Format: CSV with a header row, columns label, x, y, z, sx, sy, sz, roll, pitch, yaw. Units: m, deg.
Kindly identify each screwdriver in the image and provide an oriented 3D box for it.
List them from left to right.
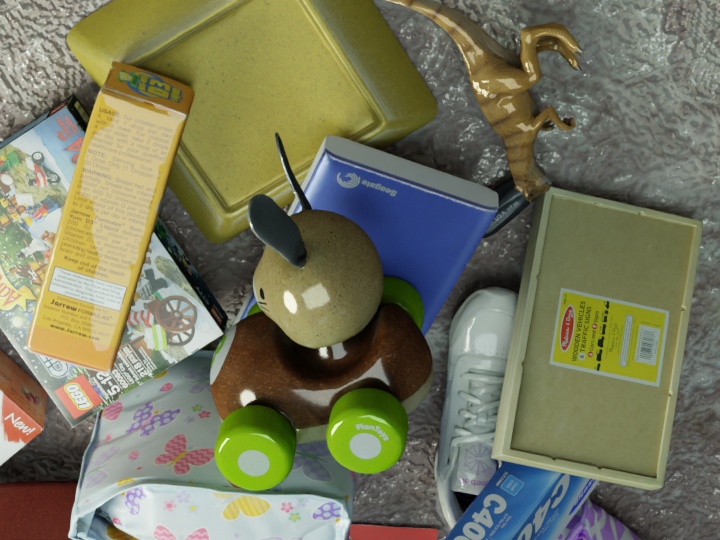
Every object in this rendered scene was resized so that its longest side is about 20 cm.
label,x,y,z,sx,sy,sz,roll,pitch,yaw
screwdriver,0.055,-0.007,1.661,0.200,0.028,0.029,-41,142,23

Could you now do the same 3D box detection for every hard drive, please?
label,x,y,z,sx,sy,sz,roll,pitch,yaw
hard drive,0.000,0.000,1.624,0.131,0.025,0.201,18,131,-12

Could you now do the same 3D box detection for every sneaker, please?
label,x,y,z,sx,sy,sz,roll,pitch,yaw
sneaker,0.098,0.111,1.677,0.074,0.100,0.201,5,116,0

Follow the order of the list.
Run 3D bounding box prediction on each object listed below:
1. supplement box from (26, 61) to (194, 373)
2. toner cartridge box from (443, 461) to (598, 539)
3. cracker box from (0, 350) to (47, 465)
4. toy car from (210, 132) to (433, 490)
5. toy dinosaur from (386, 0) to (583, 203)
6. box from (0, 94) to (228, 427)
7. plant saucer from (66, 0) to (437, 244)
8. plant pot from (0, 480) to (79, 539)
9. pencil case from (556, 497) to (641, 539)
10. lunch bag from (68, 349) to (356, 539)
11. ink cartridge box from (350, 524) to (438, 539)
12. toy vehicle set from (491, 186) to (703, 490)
label,x,y,z,sx,sy,sz,roll,pitch,yaw
supplement box,-0.172,-0.036,1.539,0.068,0.067,0.201,15,112,-5
toner cartridge box,0.122,0.176,1.657,0.043,0.200,0.095,29,152,21
cracker box,-0.350,0.121,1.674,0.200,0.058,0.134,-40,114,15
toy car,-0.044,0.016,1.525,0.157,0.165,0.201,-9,122,13
toy dinosaur,0.097,-0.138,1.563,0.106,0.060,0.201,-33,108,-2
box,-0.206,-0.005,1.611,0.136,0.038,0.201,-32,104,11
plant saucer,-0.074,-0.129,1.572,0.199,0.049,0.200,-29,115,12
plant pot,-0.223,0.272,1.673,0.175,0.200,0.201,-17,140,-14
pencil case,0.213,0.251,1.765,0.200,0.085,0.084,37,69,-22
lunch bag,-0.102,0.149,1.634,0.198,0.170,0.128,7,123,-1
ink cartridge box,-0.024,0.297,1.795,0.160,0.050,0.201,4,119,-6
toy vehicle set,0.173,0.049,1.628,0.123,0.027,0.202,13,79,-10
